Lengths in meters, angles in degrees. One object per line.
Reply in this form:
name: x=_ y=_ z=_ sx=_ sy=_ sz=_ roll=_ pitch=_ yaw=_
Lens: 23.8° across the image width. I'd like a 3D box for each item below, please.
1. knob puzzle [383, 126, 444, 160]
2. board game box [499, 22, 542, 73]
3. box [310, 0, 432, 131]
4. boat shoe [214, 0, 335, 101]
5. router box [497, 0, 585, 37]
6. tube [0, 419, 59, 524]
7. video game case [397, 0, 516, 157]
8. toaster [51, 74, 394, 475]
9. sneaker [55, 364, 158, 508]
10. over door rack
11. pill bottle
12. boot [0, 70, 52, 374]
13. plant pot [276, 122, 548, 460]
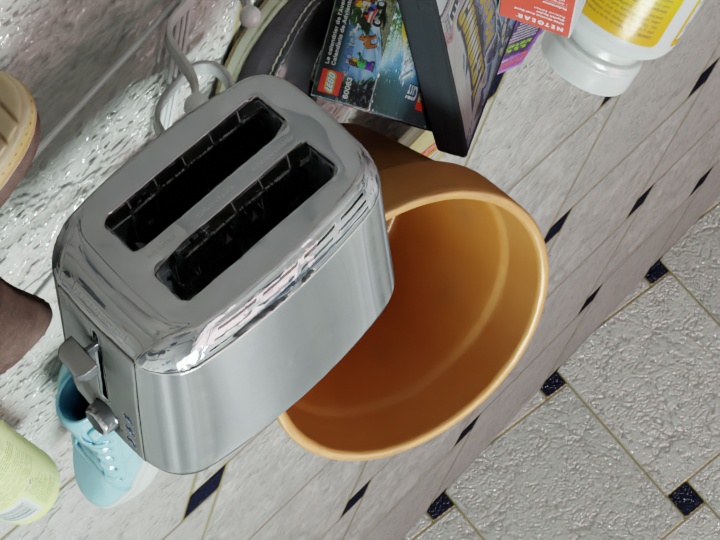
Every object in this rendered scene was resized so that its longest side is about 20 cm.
knob puzzle: x=0.023 y=-0.081 z=1.297 sx=0.220 sy=0.030 sz=0.220 roll=-45 pitch=173 yaw=-6
board game box: x=0.097 y=-0.188 z=1.283 sx=0.200 sy=0.032 sz=0.121 roll=-29 pitch=151 yaw=-54
box: x=0.034 y=-0.158 z=1.031 sx=0.200 sy=0.037 sz=0.138 roll=0 pitch=106 yaw=-74
boat shoe: x=-0.053 y=-0.083 z=0.998 sx=0.201 sy=0.065 sz=0.072 roll=-59 pitch=160 yaw=22
router box: x=0.143 y=-0.270 z=1.003 sx=0.180 sy=0.048 sz=0.201 roll=93 pitch=19 yaw=-60
tube: x=-0.230 y=0.107 z=0.999 sx=0.200 sy=0.051 sz=0.059 roll=62 pitch=28 yaw=-72
video game case: x=0.074 y=-0.191 z=1.017 sx=0.200 sy=0.025 sz=0.182 roll=67 pitch=41 yaw=-66
toaster: x=-0.059 y=-0.004 z=0.828 sx=0.200 sy=0.114 sz=0.130 roll=-40 pitch=159 yaw=-17
sneaker: x=-0.169 y=0.086 z=1.096 sx=0.082 sy=0.074 sz=0.201 roll=-25 pitch=145 yaw=-41
over door rack: x=-0.128 y=-0.043 z=0.870 sx=0.200 sy=0.066 sz=0.148 roll=-41 pitch=163 yaw=-32
pill bottle: x=0.226 y=-0.242 z=1.373 sx=0.113 sy=0.113 sz=0.201 roll=-34 pitch=159 yaw=-48
boot: x=-0.185 y=-0.002 z=0.756 sx=0.200 sy=0.073 sz=0.166 roll=-40 pitch=159 yaw=12
plant pot: x=0.000 y=0.000 z=1.090 sx=0.198 sy=0.140 sz=0.202 roll=-19 pitch=132 yaw=-23
